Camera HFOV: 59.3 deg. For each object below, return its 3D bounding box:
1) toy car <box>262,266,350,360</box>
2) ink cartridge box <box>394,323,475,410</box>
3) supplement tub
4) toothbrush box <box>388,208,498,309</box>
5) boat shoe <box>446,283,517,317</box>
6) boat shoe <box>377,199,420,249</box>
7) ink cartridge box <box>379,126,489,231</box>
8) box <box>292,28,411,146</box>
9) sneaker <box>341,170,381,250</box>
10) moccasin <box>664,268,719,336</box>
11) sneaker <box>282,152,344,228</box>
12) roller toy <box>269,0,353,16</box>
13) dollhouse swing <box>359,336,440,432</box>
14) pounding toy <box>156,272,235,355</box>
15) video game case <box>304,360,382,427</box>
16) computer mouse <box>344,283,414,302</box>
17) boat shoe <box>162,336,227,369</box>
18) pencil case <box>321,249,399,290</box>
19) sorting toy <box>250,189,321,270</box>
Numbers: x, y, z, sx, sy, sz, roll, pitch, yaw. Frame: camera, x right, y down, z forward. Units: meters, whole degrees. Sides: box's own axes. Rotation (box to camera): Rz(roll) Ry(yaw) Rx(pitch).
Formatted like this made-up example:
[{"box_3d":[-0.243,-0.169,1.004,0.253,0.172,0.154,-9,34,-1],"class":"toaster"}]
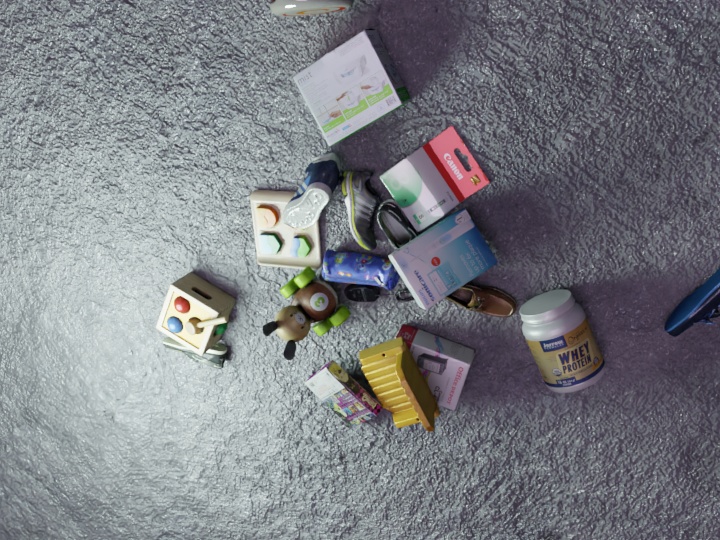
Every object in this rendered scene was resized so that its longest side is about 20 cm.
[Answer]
[{"box_3d":[-0.156,0.122,1.586,0.164,0.200,0.158,48,139,-7],"class":"toy car"},{"box_3d":[0.171,0.243,1.599,0.199,0.086,0.148,20,115,13],"class":"ink cartridge box"},{"box_3d":[0.455,0.159,1.436,0.144,0.144,0.201,-21,102,24],"class":"supplement tub"},{"box_3d":[0.185,-0.026,1.441,0.199,0.085,0.147,-32,93,-2],"class":"toothbrush box"},{"box_3d":[0.273,0.071,1.507,0.199,0.068,0.072,19,115,11],"class":"boat shoe"},{"box_3d":[0.103,-0.073,1.507,0.075,0.060,0.200,-32,103,33],"class":"boat shoe"},{"box_3d":[0.169,-0.207,1.452,0.200,0.050,0.161,-32,97,28],"class":"ink cartridge box"},{"box_3d":[-0.020,-0.407,1.412,0.199,0.097,0.177,-25,99,26],"class":"box"},{"box_3d":[0.012,-0.145,1.516,0.081,0.074,0.201,-9,108,18],"class":"sneaker"},{"box_3d":[0.742,0.077,1.344,0.068,0.081,0.200,37,118,-3],"class":"moccasin"},{"box_3d":[-0.111,-0.200,1.522,0.080,0.147,0.200,27,145,-18],"class":"sneaker"},{"box_3d":[-0.109,-0.612,1.314,0.181,0.200,0.141,1,110,25],"class":"roller toy"},{"box_3d":[0.080,0.295,1.505,0.181,0.176,0.201,-23,102,26],"class":"dollhouse swing"},{"box_3d":[-0.440,0.126,1.731,0.199,0.142,0.185,30,117,6],"class":"pounding toy"},{"box_3d":[-0.049,0.331,1.679,0.181,0.036,0.200,44,150,0],"class":"video game case"},{"box_3d":[0.056,0.052,1.597,0.199,0.034,0.059,1,138,11],"class":"computer mouse"},{"box_3d":[-0.483,0.236,1.827,0.199,0.072,0.068,12,109,12],"class":"boat shoe"},{"box_3d":[0.000,0.000,1.566,0.199,0.087,0.078,9,129,17],"class":"pencil case"},{"box_3d":[-0.193,-0.102,1.620,0.184,0.036,0.201,5,111,17],"class":"sorting toy"}]
